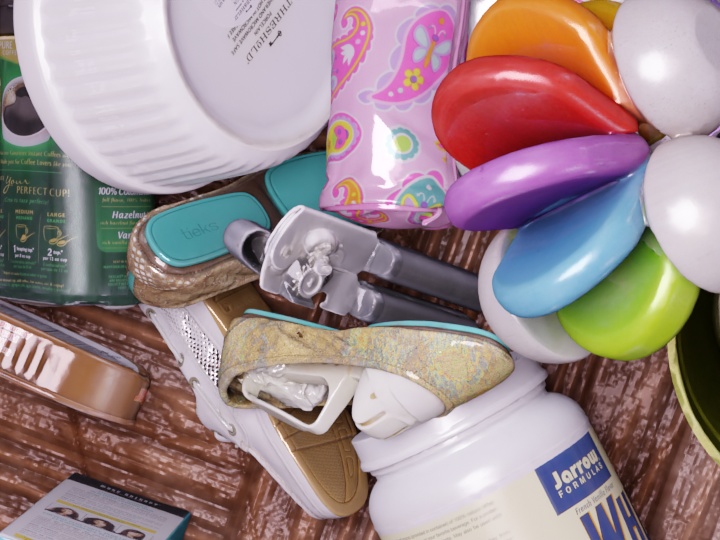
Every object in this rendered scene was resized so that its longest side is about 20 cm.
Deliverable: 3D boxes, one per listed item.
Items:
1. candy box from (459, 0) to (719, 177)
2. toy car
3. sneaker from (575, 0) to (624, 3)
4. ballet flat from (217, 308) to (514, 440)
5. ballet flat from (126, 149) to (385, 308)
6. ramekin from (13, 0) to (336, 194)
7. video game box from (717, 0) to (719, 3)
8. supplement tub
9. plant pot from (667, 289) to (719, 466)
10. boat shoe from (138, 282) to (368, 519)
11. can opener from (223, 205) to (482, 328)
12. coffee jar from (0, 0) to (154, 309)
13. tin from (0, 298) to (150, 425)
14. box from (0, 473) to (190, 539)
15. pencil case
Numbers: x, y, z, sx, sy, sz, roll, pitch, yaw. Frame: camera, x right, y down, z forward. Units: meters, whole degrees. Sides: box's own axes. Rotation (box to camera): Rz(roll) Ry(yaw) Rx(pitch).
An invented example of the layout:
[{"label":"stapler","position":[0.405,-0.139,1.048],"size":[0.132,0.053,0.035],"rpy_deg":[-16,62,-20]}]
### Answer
[{"label":"candy box","position":[0.139,-0.119,1.288],"size":[0.200,0.072,0.168],"rpy_deg":[-44,89,6]},{"label":"toy car","position":[0.107,-0.053,1.102],"size":[0.175,0.150,0.201],"rpy_deg":[-26,66,42]},{"label":"sneaker","position":[0.125,-0.193,1.180],"size":[0.200,0.084,0.121],"rpy_deg":[-29,104,28]},{"label":"ballet flat","position":[-0.002,0.064,1.211],"size":[0.200,0.071,0.071],"rpy_deg":[4,95,38]},{"label":"ballet flat","position":[-0.061,-0.025,1.294],"size":[0.200,0.065,0.071],"rpy_deg":[-15,66,-34]},{"label":"ramekin","position":[-0.091,-0.145,1.232],"size":[0.105,0.200,0.201],"rpy_deg":[0,94,43]},{"label":"video game box","position":[0.255,-0.236,1.249],"size":[0.200,0.047,0.182],"rpy_deg":[44,71,1]},{"label":"supplement tub","position":[0.094,0.162,1.272],"size":[0.145,0.145,0.200],"rpy_deg":[-27,91,6]},{"label":"plant pot","position":[0.272,0.029,1.225],"size":[0.200,0.193,0.201],"rpy_deg":[0,94,5]},{"label":"boat shoe","position":[-0.070,0.076,1.323],"size":[0.069,0.071,0.200],"rpy_deg":[-40,76,32]},{"label":"can opener","position":[0.000,0.000,1.267],"size":[0.067,0.200,0.053],"rpy_deg":[30,97,39]},{"label":"coffee jar","position":[-0.173,-0.079,1.302],"size":[0.104,0.085,0.201],"rpy_deg":[6,96,41]},{"label":"tin","position":[-0.223,0.040,1.310],"size":[0.200,0.112,0.042],"rpy_deg":[24,86,2]},{"label":"box","position":[-0.161,0.172,1.266],"size":[0.082,0.200,0.049],"rpy_deg":[18,95,3]},{"label":"pencil case","position":[0.025,-0.124,1.220],"size":[0.087,0.087,0.201],"rpy_deg":[6,84,4]}]
